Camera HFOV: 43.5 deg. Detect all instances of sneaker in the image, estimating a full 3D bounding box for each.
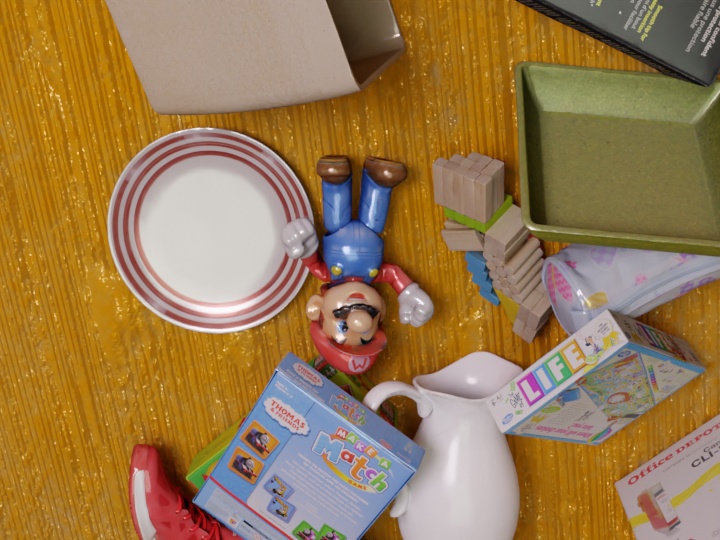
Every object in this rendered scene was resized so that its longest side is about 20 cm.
[{"bbox_3d":[-0.170,0.259,0.944,0.114,0.079,0.202,-8,120,-4],"label":"sneaker"}]

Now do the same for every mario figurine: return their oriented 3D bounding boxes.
[{"bbox_3d":[0.000,0.000,0.824,0.122,0.106,0.202,8,104,25],"label":"mario figurine"}]

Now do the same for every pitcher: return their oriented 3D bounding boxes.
[{"bbox_3d":[0.074,0.193,0.869,0.170,0.121,0.202,-5,105,-23],"label":"pitcher"}]

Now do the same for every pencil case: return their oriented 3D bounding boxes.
[{"bbox_3d":[0.261,-0.008,0.799,0.198,0.091,0.084,-23,134,-7],"label":"pencil case"}]

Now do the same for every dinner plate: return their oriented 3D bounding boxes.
[{"bbox_3d":[-0.141,-0.037,0.863,0.198,0.024,0.202,1,109,2],"label":"dinner plate"}]

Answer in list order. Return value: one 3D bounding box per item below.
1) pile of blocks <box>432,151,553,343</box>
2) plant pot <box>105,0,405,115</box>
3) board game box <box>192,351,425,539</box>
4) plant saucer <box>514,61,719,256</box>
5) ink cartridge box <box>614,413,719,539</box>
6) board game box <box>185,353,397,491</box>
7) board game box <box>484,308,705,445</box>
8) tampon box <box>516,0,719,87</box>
[{"bbox_3d":[0.131,-0.030,0.845,0.062,0.082,0.201,-42,118,-30],"label":"pile of blocks"},{"bbox_3d":[-0.092,-0.226,0.721,0.175,0.200,0.202,-17,107,19],"label":"plant pot"},{"bbox_3d":[-0.053,0.191,0.836,0.151,0.037,0.201,35,123,3],"label":"board game box"},{"bbox_3d":[0.228,-0.087,0.767,0.197,0.202,0.048,5,142,0],"label":"plant saucer"},{"bbox_3d":[0.335,0.238,0.843,0.145,0.200,0.084,-37,100,13],"label":"ink cartridge box"},{"bbox_3d":[-0.069,0.176,0.917,0.200,0.048,0.102,-40,102,13],"label":"board game box"},{"bbox_3d":[0.216,0.103,0.812,0.134,0.034,0.199,-42,147,22],"label":"board game box"},{"bbox_3d":[0.213,-0.262,0.722,0.198,0.126,0.151,25,106,-6],"label":"tampon box"}]
